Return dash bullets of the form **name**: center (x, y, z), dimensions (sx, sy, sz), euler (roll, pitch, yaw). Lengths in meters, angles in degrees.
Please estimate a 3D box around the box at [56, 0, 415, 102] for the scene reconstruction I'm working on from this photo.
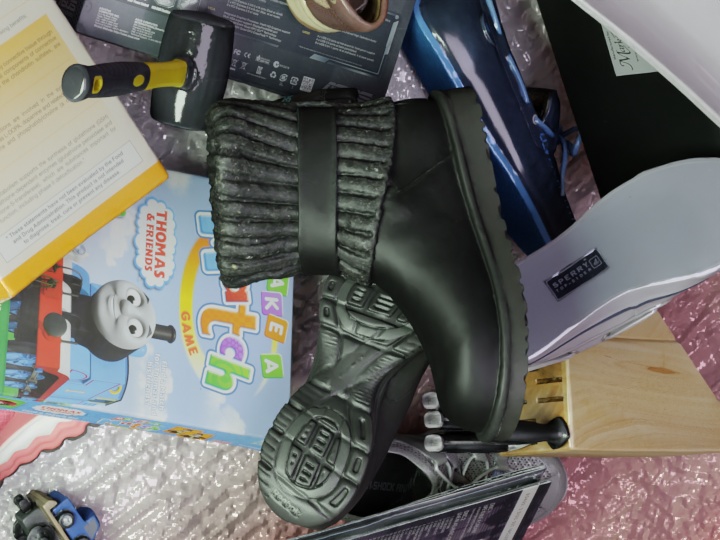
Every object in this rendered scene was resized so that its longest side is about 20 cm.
- **box**: center (-0.060, -0.187, 1.706), dimensions (0.199, 0.051, 0.158), euler (15, 97, -26)

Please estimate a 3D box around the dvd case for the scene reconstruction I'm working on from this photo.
- **dvd case**: center (0.008, 0.180, 1.789), dimensions (0.199, 0.016, 0.149), euler (-14, 153, -20)

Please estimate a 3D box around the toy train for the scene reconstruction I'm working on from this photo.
- **toy train**: center (-0.143, 0.204, 1.772), dimensions (0.046, 0.034, 0.200), euler (-39, 115, -15)

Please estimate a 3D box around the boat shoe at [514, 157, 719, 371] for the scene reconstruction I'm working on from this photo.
- **boat shoe**: center (0.142, -0.001, 1.709), dimensions (0.199, 0.065, 0.074), euler (-24, 77, -4)

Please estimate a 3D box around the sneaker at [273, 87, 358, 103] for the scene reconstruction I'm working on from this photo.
- **sneaker**: center (0.008, -0.032, 1.735), dimensions (0.079, 0.076, 0.200), euler (-24, 132, 20)

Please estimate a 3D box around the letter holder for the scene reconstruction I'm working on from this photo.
- **letter holder**: center (0.195, -0.138, 1.774), dimensions (0.142, 0.100, 0.201), euler (-41, 119, -48)

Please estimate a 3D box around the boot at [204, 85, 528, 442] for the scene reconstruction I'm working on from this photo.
- **boot**: center (-0.001, 0.000, 1.626), dimensions (0.157, 0.079, 0.212), euler (-7, 71, -13)

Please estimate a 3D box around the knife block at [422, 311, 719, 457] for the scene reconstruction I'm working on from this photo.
- **knife block**: center (0.125, 0.090, 1.809), dimensions (0.200, 0.064, 0.176), euler (54, 52, -25)

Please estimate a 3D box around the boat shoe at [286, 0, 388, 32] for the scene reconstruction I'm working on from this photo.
- **boat shoe**: center (-0.023, -0.227, 1.645), dimensions (0.072, 0.072, 0.201), euler (-17, 106, -20)

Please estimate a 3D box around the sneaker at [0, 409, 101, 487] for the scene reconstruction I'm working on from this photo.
- **sneaker**: center (-0.223, 0.080, 1.697), dimensions (0.200, 0.074, 0.087), euler (-34, 104, -20)

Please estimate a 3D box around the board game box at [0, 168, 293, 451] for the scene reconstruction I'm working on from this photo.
- **board game box**: center (-0.132, 0.014, 1.693), dimensions (0.199, 0.037, 0.152), euler (11, 70, -29)

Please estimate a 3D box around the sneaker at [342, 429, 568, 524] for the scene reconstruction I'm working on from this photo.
- **sneaker**: center (0.042, 0.136, 1.810), dimensions (0.199, 0.082, 0.075), euler (2, 102, -25)

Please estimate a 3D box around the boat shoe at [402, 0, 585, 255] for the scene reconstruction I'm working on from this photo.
- **boat shoe**: center (0.095, -0.090, 1.783), dimensions (0.069, 0.084, 0.201), euler (-35, 116, -17)

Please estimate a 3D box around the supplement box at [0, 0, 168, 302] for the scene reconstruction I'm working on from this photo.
- **supplement box**: center (-0.215, -0.094, 1.606), dimensions (0.126, 0.073, 0.200), euler (-38, 101, -31)

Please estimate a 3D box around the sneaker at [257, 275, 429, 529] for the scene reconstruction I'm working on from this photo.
- **sneaker**: center (0.002, 0.058, 1.705), dimensions (0.076, 0.091, 0.201), euler (28, 78, 12)

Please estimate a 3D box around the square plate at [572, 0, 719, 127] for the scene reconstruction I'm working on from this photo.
- **square plate**: center (0.208, -0.201, 1.663), dimensions (0.198, 0.028, 0.200), euler (37, 85, -25)

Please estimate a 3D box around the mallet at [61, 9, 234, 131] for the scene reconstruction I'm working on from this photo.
- **mallet**: center (-0.113, -0.113, 1.584), dimensions (0.041, 0.200, 0.066), euler (14, 92, 14)
